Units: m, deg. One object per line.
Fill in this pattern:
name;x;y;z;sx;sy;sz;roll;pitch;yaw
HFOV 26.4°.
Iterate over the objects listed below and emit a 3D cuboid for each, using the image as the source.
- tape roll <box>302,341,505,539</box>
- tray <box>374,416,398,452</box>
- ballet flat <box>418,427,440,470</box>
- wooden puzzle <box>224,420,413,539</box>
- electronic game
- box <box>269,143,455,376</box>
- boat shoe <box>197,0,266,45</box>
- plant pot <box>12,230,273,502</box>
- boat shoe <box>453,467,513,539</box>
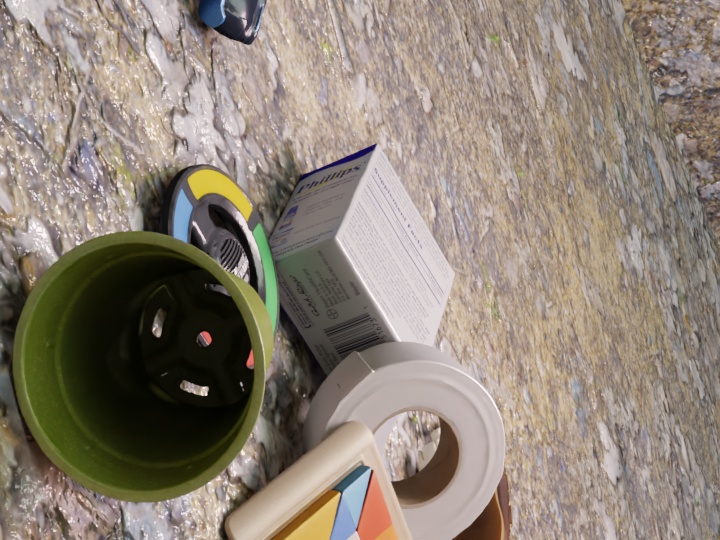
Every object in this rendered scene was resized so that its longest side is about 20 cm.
tape roll;0.043;0.176;1.546;0.071;0.200;0.205;-135;-158;-70
tray;0.006;0.139;1.706;0.108;0.022;0.200;67;25;-19
ballet flat;0.100;0.226;1.815;0.068;0.068;0.200;59;19;-7
wooden puzzle;-0.022;0.274;1.456;0.184;0.037;0.202;-35;111;-33
electronic game;-0.131;-0.002;1.450;0.200;0.041;0.202;45;39;-51
box;0.000;0.000;1.640;0.185;0.104;0.201;58;29;-22
boat shoe;-0.117;-0.315;1.615;0.068;0.084;0.202;37;55;-28
plant pot;-0.150;0.064;1.230;0.190;0.197;0.203;-26;101;-79
boat shoe;0.159;0.310;1.896;0.070;0.070;0.202;49;35;-39
